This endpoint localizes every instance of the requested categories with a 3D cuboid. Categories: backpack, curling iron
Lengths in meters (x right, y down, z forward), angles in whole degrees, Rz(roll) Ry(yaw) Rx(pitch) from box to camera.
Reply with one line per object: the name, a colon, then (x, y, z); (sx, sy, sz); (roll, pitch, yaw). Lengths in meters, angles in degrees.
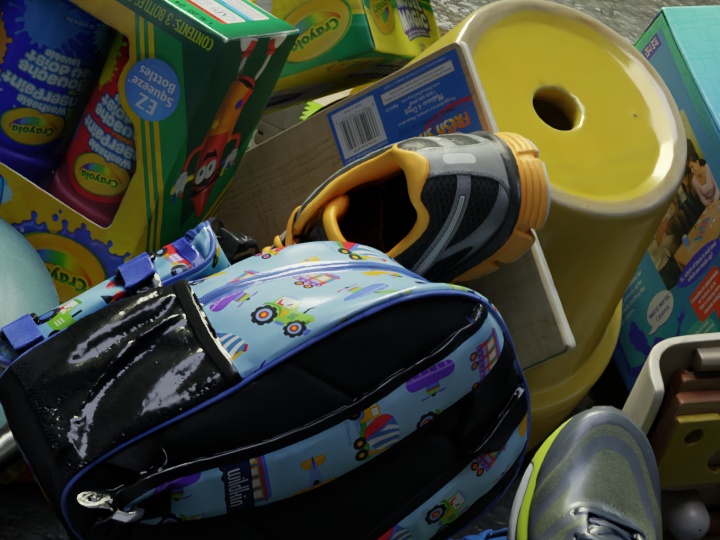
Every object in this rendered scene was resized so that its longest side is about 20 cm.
backpack: (-0.036, 0.064, 1.265); (0.200, 0.183, 0.135); (-30, 47, -8)
curling iron: (-0.114, 0.037, 1.347); (0.026, 0.050, 0.200); (33, 51, 22)

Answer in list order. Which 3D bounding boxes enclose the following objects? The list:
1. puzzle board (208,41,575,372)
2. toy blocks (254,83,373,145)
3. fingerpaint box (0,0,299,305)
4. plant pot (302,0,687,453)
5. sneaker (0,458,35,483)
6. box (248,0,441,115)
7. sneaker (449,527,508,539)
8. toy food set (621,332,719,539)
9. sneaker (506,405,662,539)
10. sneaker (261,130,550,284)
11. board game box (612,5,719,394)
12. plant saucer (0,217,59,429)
puzzle board: (0.000, 0.000, 1.395); (0.017, 0.200, 0.151); (-5, 73, -53)
toy blocks: (0.002, -0.098, 1.750); (0.200, 0.100, 0.137); (-12, 26, -38)
fingerpaint box: (-0.155, -0.089, 1.432); (0.200, 0.167, 0.073); (34, 22, 20)
plant pot: (0.058, -0.029, 1.465); (0.201, 0.189, 0.201); (16, 50, -20)
sneaker: (-0.128, 0.062, 1.405); (0.200, 0.075, 0.090); (13, 34, -4)
box: (-0.045, -0.108, 1.508); (0.200, 0.048, 0.117); (-18, -5, 19)
sneaker: (0.049, 0.140, 1.347); (0.200, 0.078, 0.066); (10, 31, -5)
toy food set: (0.195, 0.099, 1.414); (0.200, 0.144, 0.060); (-3, 42, -28)
sneaker: (0.107, 0.148, 1.263); (0.074, 0.081, 0.200); (14, 62, -19)
sneaker: (-0.009, -0.004, 1.337); (0.077, 0.200, 0.078); (8, 51, -48)
board game box: (0.172, -0.011, 1.517); (0.045, 0.152, 0.200); (-6, 61, -32)
plant saucer: (-0.237, 0.030, 1.355); (0.200, 0.036, 0.200); (-5, 53, 6)
